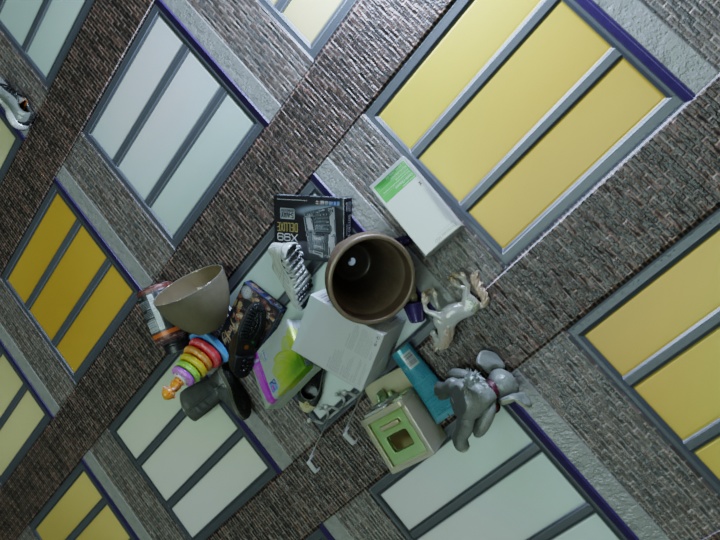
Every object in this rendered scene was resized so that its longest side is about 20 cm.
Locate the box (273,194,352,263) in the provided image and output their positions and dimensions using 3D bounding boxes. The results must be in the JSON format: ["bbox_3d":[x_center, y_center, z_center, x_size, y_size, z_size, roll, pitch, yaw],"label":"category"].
[{"bbox_3d":[-0.119,-0.105,1.384,0.198,0.050,0.159,7,102,24],"label":"box"}]

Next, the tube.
[{"bbox_3d":[0.152,0.264,1.324,0.077,0.050,0.201,-38,86,21],"label":"tube"}]

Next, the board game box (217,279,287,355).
[{"bbox_3d":[-0.296,0.147,1.516,0.135,0.035,0.201,35,111,16],"label":"board game box"}]

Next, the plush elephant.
[{"bbox_3d":[0.273,0.269,1.218,0.201,0.154,0.165,107,151,-45],"label":"plush elephant"}]

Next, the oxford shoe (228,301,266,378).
[{"bbox_3d":[-0.307,0.171,1.466,0.084,0.072,0.201,24,95,50],"label":"oxford shoe"}]

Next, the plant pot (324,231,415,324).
[{"bbox_3d":[0.000,0.000,1.261,0.199,0.175,0.202,-5,107,-17],"label":"plant pot"}]

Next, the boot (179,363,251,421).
[{"bbox_3d":[-0.417,0.380,1.591,0.199,0.072,0.183,-36,69,19],"label":"boot"}]

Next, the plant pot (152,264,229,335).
[{"bbox_3d":[-0.431,0.093,1.497,0.199,0.201,0.135,-13,113,26],"label":"plant pot"}]

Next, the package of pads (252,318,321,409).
[{"bbox_3d":[-0.195,0.236,1.432,0.200,0.068,0.155,-46,53,29],"label":"package of pads"}]

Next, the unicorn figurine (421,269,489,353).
[{"bbox_3d":[0.199,0.093,1.256,0.199,0.074,0.138,-33,84,26],"label":"unicorn figurine"}]

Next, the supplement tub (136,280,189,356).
[{"bbox_3d":[-0.553,0.138,1.595,0.106,0.107,0.201,-23,90,26],"label":"supplement tub"}]

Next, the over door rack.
[{"bbox_3d":[-0.067,0.364,1.357,0.067,0.200,0.148,40,116,-15],"label":"over door rack"}]

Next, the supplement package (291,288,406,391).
[{"bbox_3d":[-0.026,0.151,1.327,0.199,0.150,0.153,27,109,18],"label":"supplement package"}]

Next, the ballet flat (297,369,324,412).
[{"bbox_3d":[-0.127,0.278,1.443,0.066,0.057,0.202,14,105,4],"label":"ballet flat"}]

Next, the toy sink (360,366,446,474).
[{"bbox_3d":[0.088,0.353,1.329,0.130,0.112,0.201,-33,84,25],"label":"toy sink"}]

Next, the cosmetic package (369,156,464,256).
[{"bbox_3d":[0.127,-0.140,1.240,0.108,0.085,0.200,-42,80,12],"label":"cosmetic package"}]

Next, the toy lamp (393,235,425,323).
[{"bbox_3d":[0.113,0.021,1.294,0.058,0.058,0.202,-11,94,26],"label":"toy lamp"}]

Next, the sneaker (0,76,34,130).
[{"bbox_3d":[-1.093,-0.540,1.758,0.079,0.074,0.201,-36,89,16],"label":"sneaker"}]

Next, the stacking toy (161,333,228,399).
[{"bbox_3d":[-0.463,0.270,1.511,0.109,0.200,0.116,-17,118,46],"label":"stacking toy"}]

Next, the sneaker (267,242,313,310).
[{"bbox_3d":[-0.174,0.012,1.393,0.081,0.075,0.201,11,130,30],"label":"sneaker"}]
